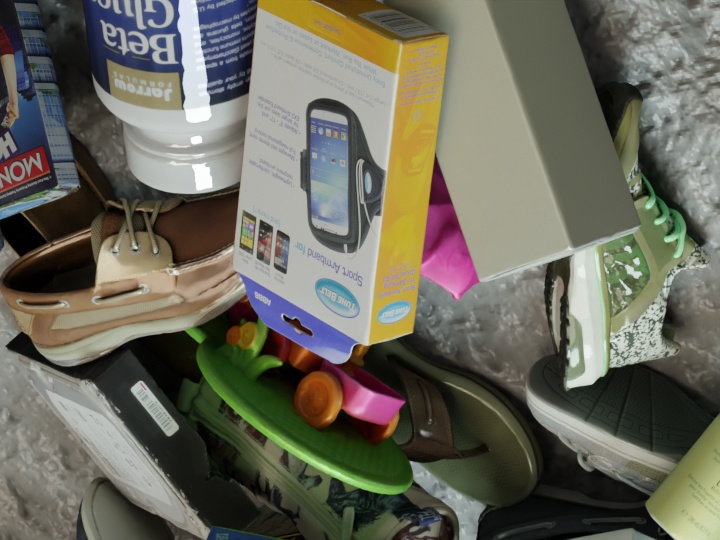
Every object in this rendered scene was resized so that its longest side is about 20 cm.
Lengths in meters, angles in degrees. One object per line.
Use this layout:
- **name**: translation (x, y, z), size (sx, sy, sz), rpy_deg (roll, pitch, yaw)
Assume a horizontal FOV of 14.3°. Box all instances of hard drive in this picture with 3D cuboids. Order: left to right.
- **hard drive**: translation (-0.148, 0.100, 1.817), size (0.140, 0.038, 0.200), rpy_deg (53, 166, -19)

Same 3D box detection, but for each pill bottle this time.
- **pill bottle**: translation (-0.102, -0.148, 1.631), size (0.111, 0.111, 0.200), rpy_deg (10, 128, 19)

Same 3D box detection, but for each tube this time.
- **tube**: translation (0.245, 0.076, 1.637), size (0.200, 0.052, 0.058), rpy_deg (-49, 138, 10)

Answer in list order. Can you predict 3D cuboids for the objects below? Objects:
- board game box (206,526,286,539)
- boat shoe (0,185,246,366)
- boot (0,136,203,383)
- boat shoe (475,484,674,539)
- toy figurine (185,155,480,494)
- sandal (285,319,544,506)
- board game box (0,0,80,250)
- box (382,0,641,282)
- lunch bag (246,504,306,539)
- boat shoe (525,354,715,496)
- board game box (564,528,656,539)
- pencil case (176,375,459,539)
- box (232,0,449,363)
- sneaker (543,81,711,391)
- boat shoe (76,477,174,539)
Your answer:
- **board game box**: translation (-0.030, 0.250, 1.724), size (0.134, 0.045, 0.200), rpy_deg (10, 131, 10)
- **boat shoe**: translation (-0.129, -0.006, 1.690), size (0.200, 0.076, 0.072), rpy_deg (-26, 129, 24)
- **boot**: translation (-0.159, 0.008, 1.802), size (0.074, 0.075, 0.200), rpy_deg (-31, 108, 37)
- **boat shoe**: translation (0.165, 0.179, 1.782), size (0.200, 0.062, 0.073), rpy_deg (7, 126, 21)
- **toy figurine**: translation (0.000, 0.000, 1.692), size (0.200, 0.150, 0.184), rpy_deg (43, 106, 39)
- **sandal**: translation (0.022, 0.084, 1.781), size (0.201, 0.057, 0.080), rpy_deg (36, 129, -1)
- **board game box**: translation (-0.250, -0.074, 1.733), size (0.200, 0.062, 0.200), rpy_deg (-16, 87, 33)
- **box**: translation (0.077, -0.101, 1.553), size (0.068, 0.082, 0.200), rpy_deg (-19, 88, 37)
- **lunch bag**: translation (-0.046, 0.232, 1.855), size (0.118, 0.164, 0.200), rpy_deg (32, 131, -3)
- **boat shoe**: translation (0.187, 0.115, 1.719), size (0.202, 0.074, 0.065), rpy_deg (24, 127, -1)
- **board game box**: translation (0.158, 0.218, 1.736), size (0.147, 0.064, 0.200), rpy_deg (-14, 155, 34)
- **pencil case**: translation (-0.028, 0.129, 1.775), size (0.200, 0.089, 0.078), rpy_deg (38, 99, 34)
- **box**: translation (-0.014, -0.052, 1.572), size (0.119, 0.041, 0.200), rpy_deg (30, 124, 41)
- **sneaker**: translation (0.157, -0.023, 1.648), size (0.089, 0.077, 0.200), rpy_deg (-4, 127, -10)
- **boat shoe**: translation (-0.156, 0.208, 1.873), size (0.075, 0.200, 0.062), rpy_deg (21, 112, -26)
